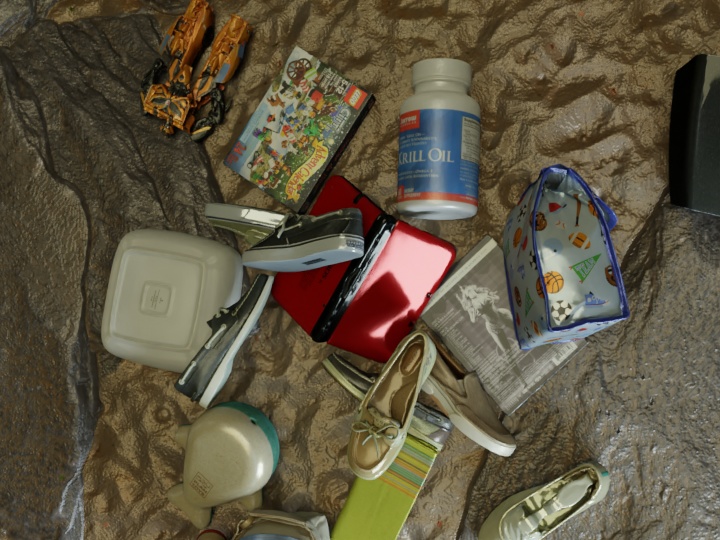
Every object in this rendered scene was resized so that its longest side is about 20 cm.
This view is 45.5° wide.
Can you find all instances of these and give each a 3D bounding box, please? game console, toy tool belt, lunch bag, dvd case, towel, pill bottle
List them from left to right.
[{"bbox_3d":[-0.138,0.389,1.138,0.197,0.123,0.126,-8,111,9],"label":"toy tool belt"},{"bbox_3d":[0.000,0.000,1.173,0.172,0.118,0.201,42,111,32],"label":"game console"},{"bbox_3d":[0.029,0.303,1.154,0.085,0.018,0.202,27,108,12],"label":"towel"},{"bbox_3d":[0.106,-0.175,1.161,0.111,0.112,0.203,1,85,10],"label":"pill bottle"},{"bbox_3d":[0.188,0.073,1.175,0.149,0.016,0.200,-43,80,5],"label":"dvd case"},{"bbox_3d":[0.249,-0.016,1.084,0.122,0.170,0.202,-10,77,-7],"label":"lunch bag"}]

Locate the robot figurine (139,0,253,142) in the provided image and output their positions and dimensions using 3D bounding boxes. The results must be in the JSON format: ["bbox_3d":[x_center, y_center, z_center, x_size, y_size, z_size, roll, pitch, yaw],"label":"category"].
[{"bbox_3d":[-0.247,-0.291,1.260,0.144,0.058,0.202,27,90,12],"label":"robot figurine"}]

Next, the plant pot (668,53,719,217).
[{"bbox_3d":[0.478,-0.150,1.060,0.198,0.199,0.180,15,99,11],"label":"plant pot"}]

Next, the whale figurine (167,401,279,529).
[{"bbox_3d":[-0.190,0.269,1.199,0.159,0.104,0.201,39,117,8],"label":"whale figurine"}]

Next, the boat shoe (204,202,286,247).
[{"bbox_3d":[-0.129,-0.053,1.215,0.198,0.072,0.063,12,95,9],"label":"boat shoe"}]

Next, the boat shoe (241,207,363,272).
[{"bbox_3d":[-0.078,-0.042,1.116,0.198,0.073,0.069,-12,72,43],"label":"boat shoe"}]

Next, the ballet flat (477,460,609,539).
[{"bbox_3d":[0.237,0.313,1.122,0.199,0.069,0.070,-36,80,6],"label":"ballet flat"}]

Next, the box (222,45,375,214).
[{"bbox_3d":[-0.088,-0.200,1.234,0.136,0.038,0.201,33,92,11],"label":"box"}]

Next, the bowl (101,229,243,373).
[{"bbox_3d":[-0.278,0.042,1.233,0.197,0.075,0.203,10,86,10],"label":"bowl"}]

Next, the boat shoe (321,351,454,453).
[{"bbox_3d":[0.039,0.169,1.170,0.200,0.072,0.066,37,87,6],"label":"boat shoe"}]

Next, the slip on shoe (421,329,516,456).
[{"bbox_3d":[0.136,0.162,1.149,0.200,0.076,0.061,43,104,18],"label":"slip on shoe"}]

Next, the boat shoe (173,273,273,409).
[{"bbox_3d":[-0.184,0.086,1.165,0.060,0.076,0.201,28,82,1],"label":"boat shoe"}]

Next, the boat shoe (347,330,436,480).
[{"bbox_3d":[0.036,0.169,1.098,0.073,0.063,0.202,21,80,11],"label":"boat shoe"}]
